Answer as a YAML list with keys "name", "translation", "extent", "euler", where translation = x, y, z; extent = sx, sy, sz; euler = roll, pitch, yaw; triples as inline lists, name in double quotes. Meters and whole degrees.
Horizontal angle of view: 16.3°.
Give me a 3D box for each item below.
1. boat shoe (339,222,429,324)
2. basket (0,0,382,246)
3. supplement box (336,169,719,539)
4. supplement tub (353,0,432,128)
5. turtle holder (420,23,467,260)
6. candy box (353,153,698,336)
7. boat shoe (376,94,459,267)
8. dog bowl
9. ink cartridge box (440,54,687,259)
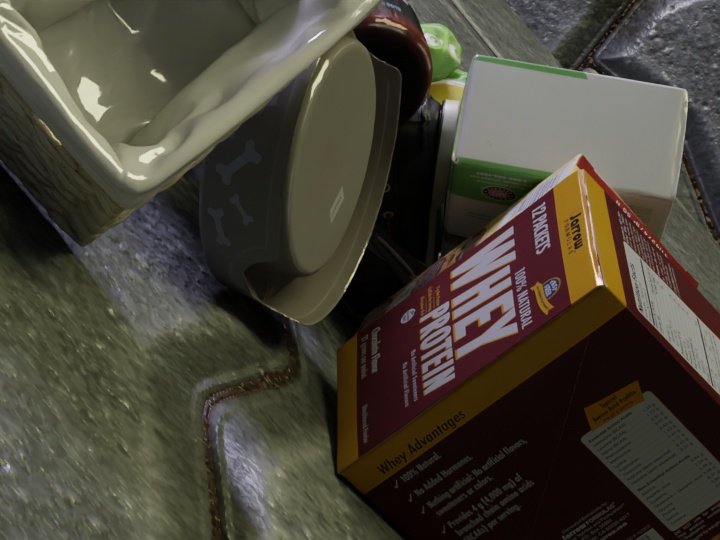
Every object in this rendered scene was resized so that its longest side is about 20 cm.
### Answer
- name: "boat shoe"
  translation: [0.000, 0.000, 1.671]
  extent: [0.200, 0.067, 0.057]
  euler: [53, 34, -11]
- name: "basket"
  translation: [-0.107, -0.124, 1.311]
  extent: [0.136, 0.200, 0.123]
  euler: [49, -28, -1]
- name: "supplement box"
  translation: [0.122, 0.091, 1.491]
  extent: [0.200, 0.197, 0.133]
  euler: [45, 21, -23]
- name: "supplement tub"
  translation: [-0.024, -0.181, 1.660]
  extent: [0.107, 0.107, 0.201]
  euler: [39, 23, -39]
- name: "turtle holder"
  translation: [0.067, -0.083, 1.868]
  extent: [0.140, 0.186, 0.132]
  euler: [23, 19, -8]
- name: "candy box"
  translation: [0.100, 0.031, 1.597]
  extent: [0.116, 0.200, 0.055]
  euler: [48, 32, -8]
- name: "boat shoe"
  translation: [0.029, -0.043, 1.729]
  extent: [0.202, 0.063, 0.074]
  euler: [94, 3, -50]
- name: "dog bowl"
  translation: [-0.036, -0.070, 1.496]
  extent: [0.058, 0.201, 0.200]
  euler: [14, 3, 17]
- name: "ink cartridge box"
  translation: [0.131, -0.052, 1.681]
  extent: [0.200, 0.145, 0.085]
  euler: [94, 6, -67]
